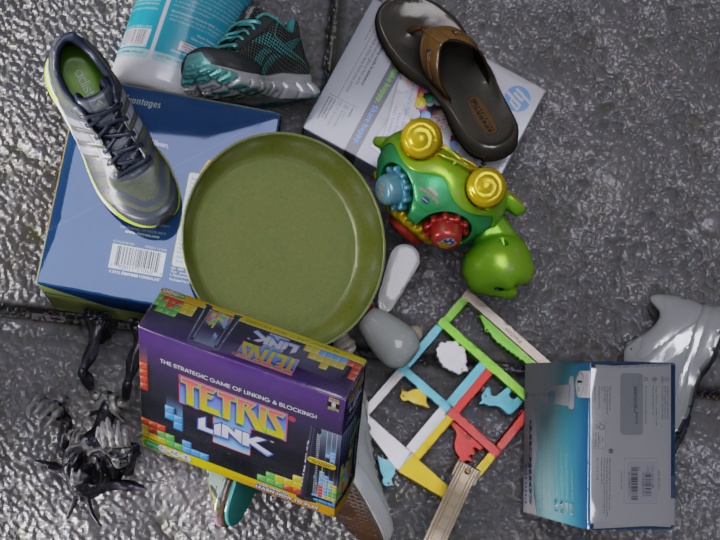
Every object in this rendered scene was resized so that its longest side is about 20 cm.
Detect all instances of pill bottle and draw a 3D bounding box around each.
[{"bbox_3d":[-0.167,-0.257,1.671,0.110,0.111,0.202,18,79,0],"label":"pill bottle"}]

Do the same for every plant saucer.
[{"bbox_3d":[-0.073,-0.024,1.543,0.198,0.031,0.202,3,83,-24],"label":"plant saucer"}]

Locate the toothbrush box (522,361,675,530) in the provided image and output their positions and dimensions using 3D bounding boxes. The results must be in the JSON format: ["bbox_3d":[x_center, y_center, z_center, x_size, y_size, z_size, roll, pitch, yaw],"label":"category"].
[{"bbox_3d":[0.215,0.157,1.555,0.084,0.200,0.148,2,85,-12],"label":"toothbrush box"}]

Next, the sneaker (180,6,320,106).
[{"bbox_3d":[-0.111,-0.208,1.619,0.077,0.200,0.092,-7,89,25],"label":"sneaker"}]

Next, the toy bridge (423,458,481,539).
[{"bbox_3d":[0.057,0.272,1.590,0.027,0.067,0.201,28,86,1],"label":"toy bridge"}]

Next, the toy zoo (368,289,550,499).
[{"bbox_3d":[0.088,0.135,1.655,0.131,0.020,0.200,40,80,5],"label":"toy zoo"}]

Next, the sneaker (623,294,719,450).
[{"bbox_3d":[0.289,0.116,1.654,0.086,0.075,0.201,21,72,13],"label":"sneaker"}]

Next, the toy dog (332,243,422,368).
[{"bbox_3d":[0.000,0.000,1.640,0.096,0.132,0.201,-23,88,-39],"label":"toy dog"}]

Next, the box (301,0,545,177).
[{"bbox_3d":[0.063,-0.157,1.701,0.199,0.041,0.157,29,79,2],"label":"box"}]

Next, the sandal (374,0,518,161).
[{"bbox_3d":[0.088,-0.196,1.656,0.081,0.055,0.201,-26,71,-13],"label":"sandal"}]

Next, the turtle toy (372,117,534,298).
[{"bbox_3d":[0.087,-0.059,1.598,0.199,0.146,0.101,38,92,3],"label":"turtle toy"}]

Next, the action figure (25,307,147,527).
[{"bbox_3d":[-0.252,0.139,1.589,0.118,0.102,0.202,10,87,17],"label":"action figure"}]

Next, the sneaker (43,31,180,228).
[{"bbox_3d":[-0.229,-0.127,1.519,0.074,0.081,0.201,-33,82,-7],"label":"sneaker"}]

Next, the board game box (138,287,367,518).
[{"bbox_3d":[-0.098,0.119,1.506,0.198,0.166,0.057,18,47,13],"label":"board game box"}]

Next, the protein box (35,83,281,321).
[{"bbox_3d":[-0.187,-0.056,1.618,0.197,0.135,0.202,10,79,-1],"label":"protein box"}]

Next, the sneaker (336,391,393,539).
[{"bbox_3d":[-0.007,0.164,1.606,0.085,0.073,0.201,-37,108,-36],"label":"sneaker"}]

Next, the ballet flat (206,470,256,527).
[{"bbox_3d":[-0.110,0.147,1.625,0.071,0.069,0.201,20,74,19],"label":"ballet flat"}]
